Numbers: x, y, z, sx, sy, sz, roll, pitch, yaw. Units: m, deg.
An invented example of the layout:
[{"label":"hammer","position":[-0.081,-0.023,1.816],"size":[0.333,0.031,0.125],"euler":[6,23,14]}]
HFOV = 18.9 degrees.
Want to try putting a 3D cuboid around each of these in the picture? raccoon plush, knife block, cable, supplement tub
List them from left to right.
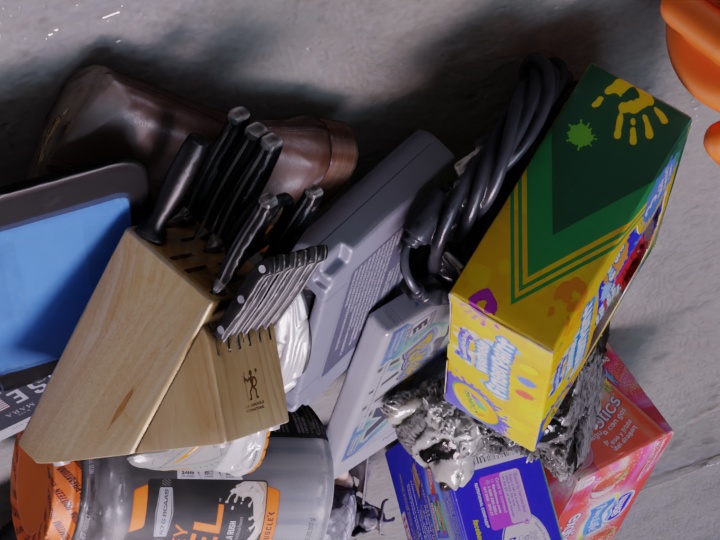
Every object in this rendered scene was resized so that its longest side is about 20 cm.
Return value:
[{"label":"knife block","position":[-0.108,0.009,1.184],"size":[0.199,0.177,0.064],"euler":[-9,-178,33]},{"label":"supplement tub","position":[-0.128,0.144,1.456],"size":[0.198,0.123,0.123],"euler":[3,144,-26]},{"label":"cable","position":[0.078,-0.055,1.290],"size":[0.164,0.051,0.200],"euler":[-62,168,8]},{"label":"raccoon plush","position":[0.099,0.058,1.469],"size":[0.133,0.201,0.097],"euler":[11,150,20]}]

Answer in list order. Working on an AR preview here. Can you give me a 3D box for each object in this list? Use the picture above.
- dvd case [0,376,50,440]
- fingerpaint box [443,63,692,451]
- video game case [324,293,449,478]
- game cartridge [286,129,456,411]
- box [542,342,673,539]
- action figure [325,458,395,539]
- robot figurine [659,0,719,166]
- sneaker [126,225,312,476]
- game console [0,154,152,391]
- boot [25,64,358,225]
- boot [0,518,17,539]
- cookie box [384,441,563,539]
[{"label":"dvd case","position":[-0.218,0.040,1.278],"size":[0.149,0.025,0.200],"euler":[-25,150,7]},{"label":"fingerpaint box","position":[0.122,-0.001,1.298],"size":[0.168,0.073,0.200],"euler":[-57,168,-17]},{"label":"video game case","position":[0.059,0.048,1.472],"size":[0.182,0.022,0.201],"euler":[-31,158,-29]},{"label":"game cartridge","position":[0.000,0.000,1.338],"size":[0.133,0.041,0.201],"euler":[-38,162,-27]},{"label":"box","position":[0.155,0.152,1.681],"size":[0.094,0.103,0.201],"euler":[-24,154,-24]},{"label":"action figure","position":[-0.054,0.187,1.608],"size":[0.199,0.132,0.069],"euler":[5,-179,-36]},{"label":"robot figurine","position":[0.254,-0.131,1.262],"size":[0.116,0.145,0.199],"euler":[-6,165,38]},{"label":"sneaker","position":[-0.090,0.056,1.253],"size":[0.091,0.076,0.201],"euler":[-6,139,-25]},{"label":"game console","position":[-0.188,0.049,1.172],"size":[0.115,0.177,0.201],"euler":[12,149,7]},{"label":"boot","position":[-0.122,-0.033,1.230],"size":[0.199,0.064,0.187],"euler":[5,130,-43]},{"label":"boot","position":[-0.220,0.250,1.552],"size":[0.153,0.073,0.205],"euler":[-33,125,-11]},{"label":"cookie box","position":[0.087,0.192,1.586],"size":[0.075,0.173,0.200],"euler":[-14,171,-12]}]
